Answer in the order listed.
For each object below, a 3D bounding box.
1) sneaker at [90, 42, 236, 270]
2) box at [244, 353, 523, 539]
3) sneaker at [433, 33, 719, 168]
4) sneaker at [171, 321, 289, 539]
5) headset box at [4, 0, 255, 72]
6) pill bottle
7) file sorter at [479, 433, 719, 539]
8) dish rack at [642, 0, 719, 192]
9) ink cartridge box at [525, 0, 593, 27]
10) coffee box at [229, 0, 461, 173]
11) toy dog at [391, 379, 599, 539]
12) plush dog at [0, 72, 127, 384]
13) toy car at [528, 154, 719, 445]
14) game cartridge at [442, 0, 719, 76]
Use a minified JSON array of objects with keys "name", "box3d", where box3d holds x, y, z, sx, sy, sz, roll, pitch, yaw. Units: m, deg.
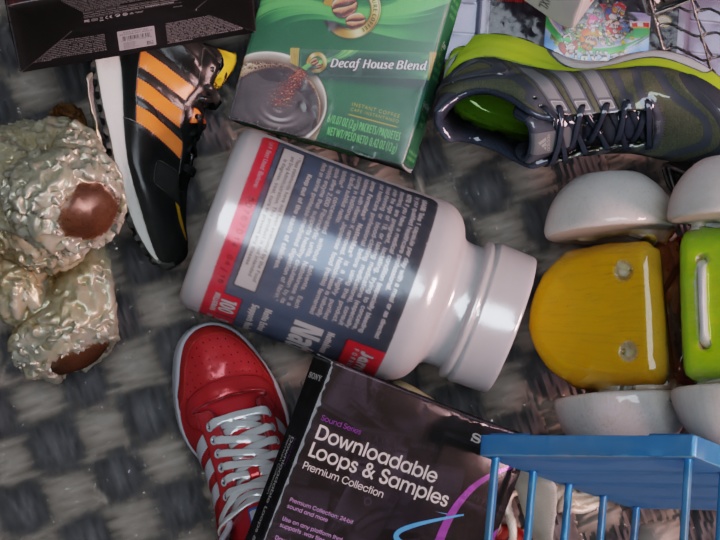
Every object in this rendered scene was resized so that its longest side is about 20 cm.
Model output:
[{"name":"sneaker","box3d":[-0.117,-0.104,1.668,0.090,0.070,0.200,-12,87,-1]},{"name":"box","box3d":[0.003,0.166,1.584,0.143,0.036,0.200,21,87,-22]},{"name":"sneaker","box3d":[0.135,-0.090,1.631,0.200,0.081,0.074,7,125,22]},{"name":"sneaker","box3d":[-0.068,0.127,1.640,0.071,0.112,0.200,-15,89,-5]},{"name":"headset box","box3d":[-0.155,-0.233,1.638,0.149,0.075,0.200,-10,61,-5]},{"name":"pill bottle","box3d":[0.000,0.000,1.647,0.200,0.120,0.120,20,86,-2]},{"name":"file sorter","box3d":[0.175,0.172,1.581,0.139,0.200,0.123,-3,75,32]},{"name":"dish rack","box3d":[0.249,-0.145,1.666,0.153,0.055,0.200,-21,113,-5]},{"name":"ink cartridge box","box3d":[0.159,-0.268,1.628,0.084,0.146,0.200,34,69,9]},{"name":"coffee box","box3d":[0.001,-0.174,1.676,0.123,0.044,0.200,17,89,11]},{"name":"toy dog","box3d":[0.068,0.148,1.657,0.200,0.096,0.132,16,87,-3]},{"name":"plush dog","box3d":[-0.240,-0.034,1.625,0.172,0.200,0.161,-8,55,-13]},{"name":"toy car","box3d":[0.211,0.026,1.638,0.200,0.150,0.175,-7,80,37]},{"name":"game cartridge","box3d":[0.143,-0.183,1.709,0.200,0.038,0.130,4,83,-4]}]
